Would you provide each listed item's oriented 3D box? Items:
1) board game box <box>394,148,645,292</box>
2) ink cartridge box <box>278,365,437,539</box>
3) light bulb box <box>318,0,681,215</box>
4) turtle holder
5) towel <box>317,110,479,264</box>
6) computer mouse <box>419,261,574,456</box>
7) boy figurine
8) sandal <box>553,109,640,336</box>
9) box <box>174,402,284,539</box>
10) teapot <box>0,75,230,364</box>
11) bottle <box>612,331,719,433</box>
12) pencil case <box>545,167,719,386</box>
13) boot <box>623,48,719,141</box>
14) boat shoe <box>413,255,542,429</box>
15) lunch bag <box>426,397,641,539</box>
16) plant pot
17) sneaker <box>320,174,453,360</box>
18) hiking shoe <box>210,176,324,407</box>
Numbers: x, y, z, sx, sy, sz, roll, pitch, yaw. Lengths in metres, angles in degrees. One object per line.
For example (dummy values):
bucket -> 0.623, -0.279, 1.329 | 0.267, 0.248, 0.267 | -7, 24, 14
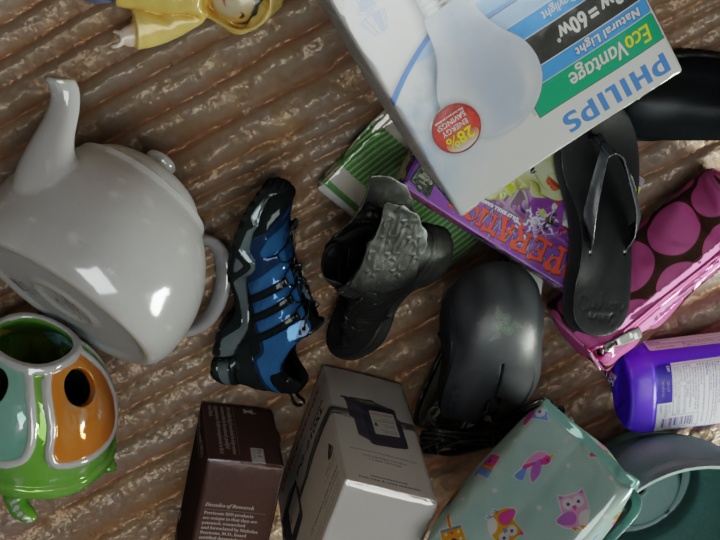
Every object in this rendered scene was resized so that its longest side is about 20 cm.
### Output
board game box -> 0.134, -0.074, 1.194 | 0.199, 0.032, 0.121 | 30, 87, -22
ink cartridge box -> -0.009, 0.195, 1.237 | 0.084, 0.200, 0.146 | 16, 110, -13
light bulb box -> 0.091, -0.186, 1.046 | 0.197, 0.125, 0.201 | -33, 114, 3
turtle holder -> -0.280, 0.099, 1.186 | 0.140, 0.186, 0.133 | -13, 129, -30
towel -> 0.079, -0.100, 1.220 | 0.152, 0.023, 0.200 | 40, 100, -23
computer mouse -> 0.117, 0.085, 1.214 | 0.137, 0.053, 0.201 | -9, 126, -7
boy figurine -> -0.157, -0.223, 1.102 | 0.198, 0.065, 0.125 | 17, 107, -13
sandal -> 0.204, -0.046, 1.188 | 0.075, 0.043, 0.202 | -7, 98, -23
box -> -0.123, 0.231, 1.287 | 0.074, 0.100, 0.202 | 9, 111, -14
teapot -> -0.191, -0.029, 1.136 | 0.197, 0.200, 0.147 | 33, 70, -1
bottle -> 0.334, 0.098, 1.328 | 0.198, 0.065, 0.084 | -7, 115, -7
pencil case -> 0.262, 0.002, 1.256 | 0.200, 0.094, 0.091 | -43, 102, 8
boot -> 0.314, -0.124, 1.169 | 0.198, 0.168, 0.077 | -7, 115, -6
boat shoe -> 0.102, 0.061, 1.268 | 0.063, 0.071, 0.201 | 13, 112, -16
lunch bag -> 0.144, 0.208, 1.197 | 0.122, 0.200, 0.171 | 41, 88, 15
plant pot -> 0.278, 0.231, 1.337 | 0.198, 0.134, 0.202 | -5, 116, -10
sneaker -> 0.001, 0.003, 1.188 | 0.104, 0.060, 0.200 | 8, 139, -38
hiking shoe -> -0.067, 0.015, 1.209 | 0.086, 0.075, 0.201 | 16, 122, 6
